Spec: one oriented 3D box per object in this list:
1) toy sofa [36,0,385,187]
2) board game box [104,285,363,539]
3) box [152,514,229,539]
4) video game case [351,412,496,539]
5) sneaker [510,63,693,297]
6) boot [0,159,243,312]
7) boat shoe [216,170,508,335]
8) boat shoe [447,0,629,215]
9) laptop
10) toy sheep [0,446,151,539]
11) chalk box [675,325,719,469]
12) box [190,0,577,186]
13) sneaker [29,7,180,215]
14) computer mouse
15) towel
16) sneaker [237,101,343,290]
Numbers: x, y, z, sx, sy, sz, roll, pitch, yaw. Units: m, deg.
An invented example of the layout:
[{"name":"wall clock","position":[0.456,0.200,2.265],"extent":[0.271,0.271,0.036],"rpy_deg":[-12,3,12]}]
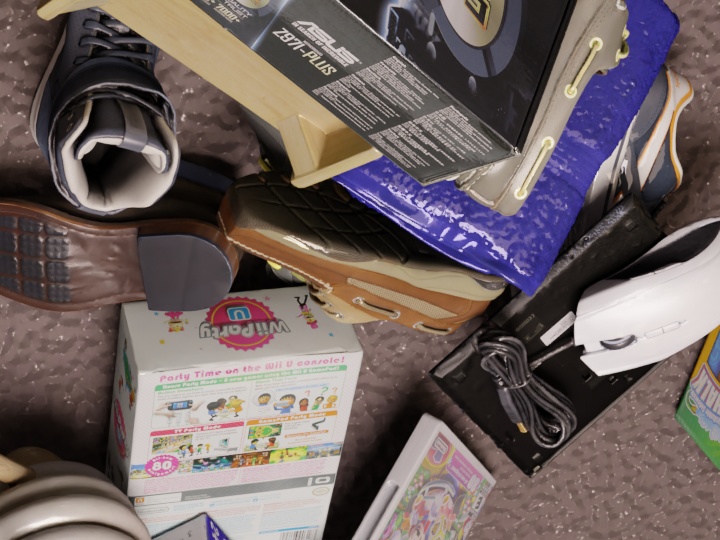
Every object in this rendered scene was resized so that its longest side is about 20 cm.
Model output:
[{"name":"toy sofa","position":[-0.067,-0.140,0.938],"extent":[0.199,0.082,0.098],"rpy_deg":[33,59,-29]},{"name":"board game box","position":[-0.088,0.105,1.132],"extent":[0.146,0.065,0.201],"rpy_deg":[-5,137,-18]},{"name":"box","position":[-0.135,0.292,1.182],"extent":[0.182,0.106,0.201],"rpy_deg":[-26,135,8]},{"name":"video game case","position":[0.023,0.211,1.206],"extent":[0.201,0.018,0.143],"rpy_deg":[-59,151,-11]},{"name":"sneaker","position":[0.168,-0.049,1.166],"extent":[0.079,0.079,0.202],"rpy_deg":[5,119,-28]},{"name":"boot","position":[-0.164,-0.027,1.075],"extent":[0.197,0.097,0.075],"rpy_deg":[9,122,9]},{"name":"boat shoe","position":[0.000,0.000,1.058],"extent":[0.198,0.076,0.074],"rpy_deg":[16,123,-29]},{"name":"boat shoe","position":[0.116,-0.127,0.982],"extent":[0.060,0.072,0.203],"rpy_deg":[34,89,-15]},{"name":"laptop","position":[0.149,0.045,1.185],"extent":[0.177,0.103,0.200],"rpy_deg":[-42,125,4]},{"name":"toy sheep","position":[-0.190,0.190,1.061],"extent":[0.136,0.201,0.139],"rpy_deg":[-12,137,-11]},{"name":"chalk box","position":[0.325,0.099,1.263],"extent":[0.123,0.124,0.202],"rpy_deg":[10,114,-24]},{"name":"box","position":[0.015,-0.172,0.900],"extent":[0.199,0.086,0.165],"rpy_deg":[37,61,-27]},{"name":"sneaker","position":[-0.132,-0.131,0.981],"extent":[0.076,0.146,0.204],"rpy_deg":[10,111,-21]},{"name":"computer mouse","position":[0.174,0.034,1.098],"extent":[0.199,0.044,0.110],"rpy_deg":[-31,125,-3]},{"name":"towel","position":[0.088,-0.104,1.038],"extent":[0.147,0.050,0.201],"rpy_deg":[31,88,-9]},{"name":"sneaker","position":[-0.034,-0.034,1.105],"extent":[0.084,0.075,0.201],"rpy_deg":[-32,122,0]}]
